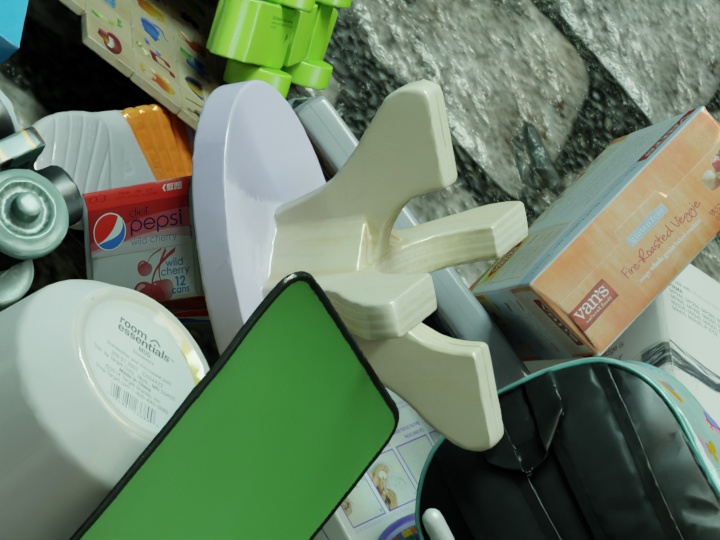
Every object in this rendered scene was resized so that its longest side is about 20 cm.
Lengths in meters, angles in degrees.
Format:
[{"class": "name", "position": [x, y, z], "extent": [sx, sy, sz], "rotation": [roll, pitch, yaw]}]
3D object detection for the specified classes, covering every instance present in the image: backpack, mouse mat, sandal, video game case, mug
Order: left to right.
[{"class": "mug", "position": [-0.135, 0.079, 1.358], "extent": [0.186, 0.153, 0.150], "rotation": [-10, 68, -53]}, {"class": "sandal", "position": [-0.141, -0.049, 1.534], "extent": [0.207, 0.059, 0.080], "rotation": [8, 74, -65]}, {"class": "mouse mat", "position": [-0.063, 0.109, 1.326], "extent": [0.008, 0.200, 0.161], "rotation": [32, -15, 32]}, {"class": "video game case", "position": [0.022, -0.014, 1.640], "extent": [0.200, 0.022, 0.182], "rotation": [54, -3, -6]}, {"class": "backpack", "position": [0.129, 0.145, 1.497], "extent": [0.200, 0.176, 0.153], "rotation": [60, 19, 5]}]

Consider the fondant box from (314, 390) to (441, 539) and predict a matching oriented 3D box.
[{"class": "fondant box", "position": [0.020, 0.145, 1.568], "extent": [0.144, 0.058, 0.200], "rotation": [-18, 74, -54]}]

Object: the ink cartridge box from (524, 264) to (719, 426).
[{"class": "ink cartridge box", "position": [0.153, 0.106, 1.679], "extent": [0.084, 0.145, 0.201], "rotation": [30, 41, -35]}]

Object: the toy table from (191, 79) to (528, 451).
[{"class": "toy table", "position": [0.000, 0.000, 1.447], "extent": [0.184, 0.117, 0.201], "rotation": [-54, 132, -55]}]

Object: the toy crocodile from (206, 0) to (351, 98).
[{"class": "toy crocodile", "position": [-0.052, -0.141, 1.679], "extent": [0.062, 0.068, 0.200], "rotation": [18, 11, 13]}]

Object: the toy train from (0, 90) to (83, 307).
[{"class": "toy train", "position": [-0.228, -0.022, 1.366], "extent": [0.200, 0.085, 0.114], "rotation": [-29, 80, -33]}]

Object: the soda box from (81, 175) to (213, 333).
[{"class": "soda box", "position": [-0.067, -0.004, 1.524], "extent": [0.200, 0.070, 0.064], "rotation": [13, 71, -65]}]

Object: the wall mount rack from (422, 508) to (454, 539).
[{"class": "wall mount rack", "position": [0.030, 0.225, 1.393], "extent": [0.174, 0.200, 0.075], "rotation": [58, -4, 21]}]

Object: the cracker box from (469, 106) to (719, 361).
[{"class": "cracker box", "position": [0.135, -0.016, 1.582], "extent": [0.058, 0.134, 0.200], "rotation": [46, -7, -4]}]

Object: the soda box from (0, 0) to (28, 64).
[{"class": "soda box", "position": [-0.269, -0.172, 1.497], "extent": [0.200, 0.064, 0.068], "rotation": [33, 40, -27]}]

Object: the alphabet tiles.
[{"class": "alphabet tiles", "position": [-0.119, -0.139, 1.636], "extent": [0.167, 0.008, 0.200], "rotation": [38, 18, -22]}]
